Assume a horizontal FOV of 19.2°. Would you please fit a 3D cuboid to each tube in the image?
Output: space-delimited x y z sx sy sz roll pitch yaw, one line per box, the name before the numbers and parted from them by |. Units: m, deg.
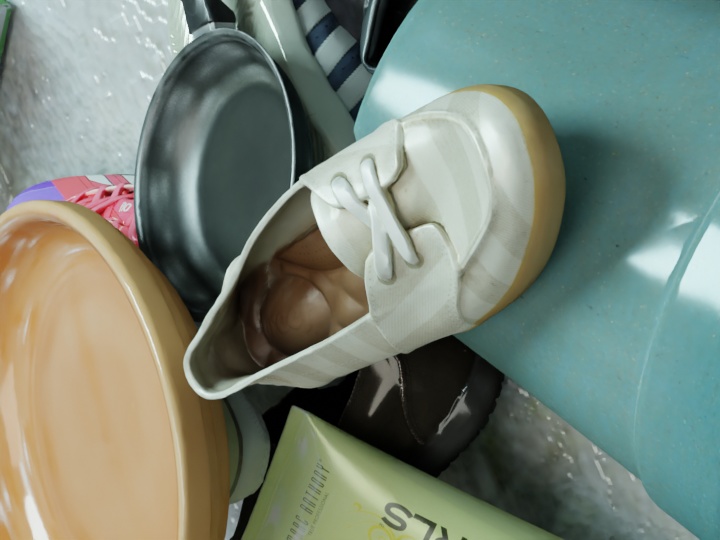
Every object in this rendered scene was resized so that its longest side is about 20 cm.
tube | 0.050 0.126 0.876 0.199 0.052 0.058 25 80 3

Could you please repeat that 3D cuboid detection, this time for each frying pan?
frying pan | -0.066 -0.067 0.856 0.115 0.031 0.191 -50 49 38

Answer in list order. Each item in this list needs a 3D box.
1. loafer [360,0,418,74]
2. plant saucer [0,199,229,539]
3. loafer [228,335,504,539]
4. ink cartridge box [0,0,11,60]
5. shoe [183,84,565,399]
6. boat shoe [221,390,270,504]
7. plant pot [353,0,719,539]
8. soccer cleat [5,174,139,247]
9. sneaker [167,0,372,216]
loafer | 0.060 -0.151 0.797 0.068 0.070 0.201 41 124 16
plant saucer | -0.110 0.070 0.874 0.200 0.037 0.202 16 109 54
loafer | -0.019 0.084 0.928 0.071 0.073 0.200 33 117 -13
ink cartridge box | -0.282 -0.103 1.043 0.199 0.084 0.147 31 121 22
shoe | 0.000 0.000 0.709 0.200 0.053 0.070 -38 76 54
boat shoe | -0.091 0.057 0.948 0.200 0.068 0.075 24 100 52
plant pot | 0.113 -0.019 0.746 0.196 0.200 0.201 32 123 32
soccer cleat | -0.090 -0.016 0.934 0.199 0.073 0.069 13 73 33
sneaker | -0.014 -0.073 0.884 0.075 0.084 0.201 -49 53 38
